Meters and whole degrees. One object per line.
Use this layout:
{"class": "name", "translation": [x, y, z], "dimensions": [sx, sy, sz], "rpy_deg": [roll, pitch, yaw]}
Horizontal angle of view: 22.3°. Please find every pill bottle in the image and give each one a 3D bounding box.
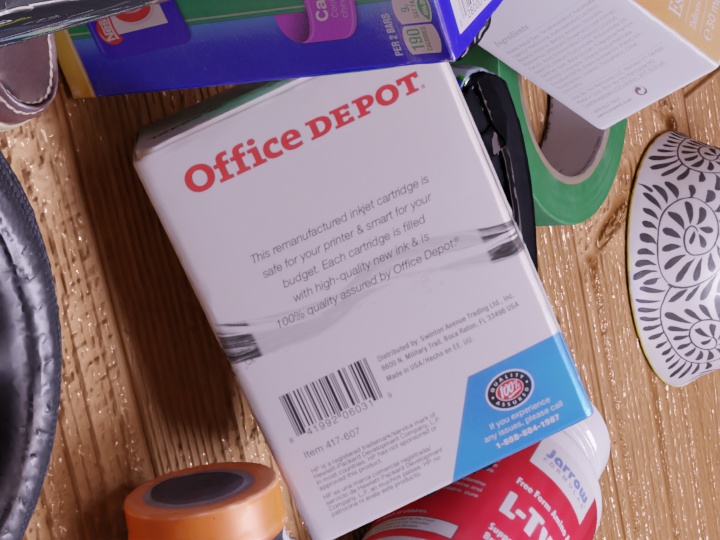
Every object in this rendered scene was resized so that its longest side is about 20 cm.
{"class": "pill bottle", "translation": [0.070, 0.149, 1.035], "dimensions": [0.200, 0.111, 0.113], "rpy_deg": [-51, 130, -48]}
{"class": "pill bottle", "translation": [-0.056, 0.191, 0.827], "dimensions": [0.106, 0.105, 0.202], "rpy_deg": [-26, 112, -56]}

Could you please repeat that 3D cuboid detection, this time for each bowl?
{"class": "bowl", "translation": [0.288, -0.010, 1.425], "dimensions": [0.200, 0.093, 0.203], "rpy_deg": [3, 87, -58]}

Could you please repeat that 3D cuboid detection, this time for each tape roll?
{"class": "tape roll", "translation": [0.114, -0.130, 1.183], "dimensions": [0.200, 0.048, 0.203], "rpy_deg": [6, 83, -58]}

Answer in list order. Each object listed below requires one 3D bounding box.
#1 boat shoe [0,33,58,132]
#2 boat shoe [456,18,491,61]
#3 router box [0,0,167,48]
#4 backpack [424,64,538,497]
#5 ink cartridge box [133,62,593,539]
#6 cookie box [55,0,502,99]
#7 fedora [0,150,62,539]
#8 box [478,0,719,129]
{"class": "boat shoe", "translation": [-0.152, -0.151, 0.715], "dimensions": [0.072, 0.071, 0.202], "rpy_deg": [-40, 122, -52]}
{"class": "boat shoe", "translation": [-0.033, -0.166, 0.931], "dimensions": [0.199, 0.093, 0.075], "rpy_deg": [28, 89, -28]}
{"class": "router box", "translation": [-0.147, -0.100, 0.595], "dimensions": [0.150, 0.199, 0.063], "rpy_deg": [-23, 102, -57]}
{"class": "backpack", "translation": [0.031, -0.012, 0.969], "dimensions": [0.163, 0.153, 0.202], "rpy_deg": [-36, 139, -49]}
{"class": "ink cartridge box", "translation": [0.000, 0.000, 0.848], "dimensions": [0.084, 0.145, 0.201], "rpy_deg": [-116, -177, -76]}
{"class": "cookie box", "translation": [-0.056, -0.168, 0.755], "dimensions": [0.075, 0.198, 0.172], "rpy_deg": [-49, 128, -46]}
{"class": "fedora", "translation": [-0.186, 0.033, 0.627], "dimensions": [0.200, 0.091, 0.203], "rpy_deg": [-24, 117, -61]}
{"class": "box", "translation": [0.116, -0.207, 1.060], "dimensions": [0.199, 0.106, 0.153], "rpy_deg": [31, 59, -23]}
